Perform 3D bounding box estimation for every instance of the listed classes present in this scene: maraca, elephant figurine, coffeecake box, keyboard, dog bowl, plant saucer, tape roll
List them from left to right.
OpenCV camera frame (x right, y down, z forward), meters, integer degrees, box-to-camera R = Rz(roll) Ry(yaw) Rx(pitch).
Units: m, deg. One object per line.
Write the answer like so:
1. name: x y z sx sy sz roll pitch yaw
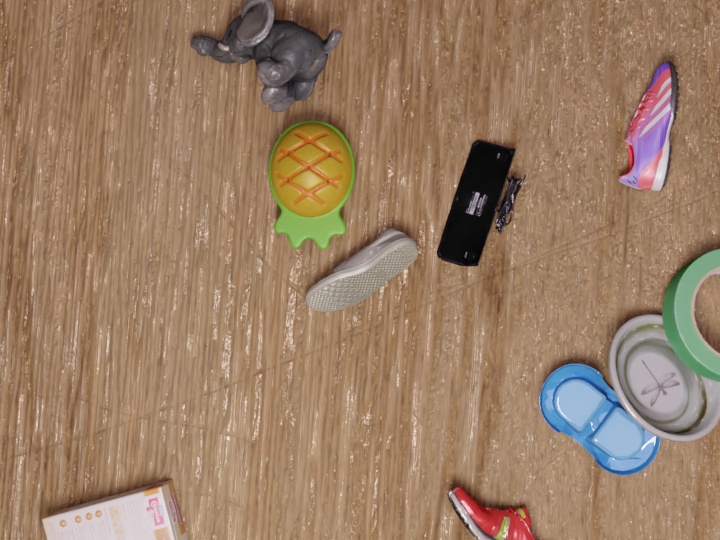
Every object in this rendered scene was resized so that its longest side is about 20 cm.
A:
1. coffeecake box: -0.380 0.435 1.519 0.199 0.073 0.154 -15 87 4
2. elephant figurine: -0.154 -0.362 1.510 0.155 0.142 0.200 -29 68 -25
3. maraca: -0.077 -0.133 1.499 0.136 0.107 0.201 1 88 6
4. keyboard: 0.198 -0.099 1.522 0.104 0.040 0.201 19 91 28
5. dog bowl: 0.366 0.228 1.483 0.200 0.050 0.112 38 91 5
6. plant saucer: 0.453 0.167 1.454 0.199 0.050 0.201 9 62 -17
7. tape roll: 0.561 0.068 1.452 0.199 0.048 0.202 1 78 -5

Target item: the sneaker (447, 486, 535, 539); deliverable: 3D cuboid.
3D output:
1. sneaker: 0.219 0.392 1.483 0.200 0.077 0.085 41 86 -6

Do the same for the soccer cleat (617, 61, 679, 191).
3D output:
1. soccer cleat: 0.447 -0.226 1.486 0.073 0.068 0.201 7 91 9

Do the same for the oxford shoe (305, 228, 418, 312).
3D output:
1. oxford shoe: 0.000 0.000 1.518 0.199 0.075 0.058 -33 44 10
